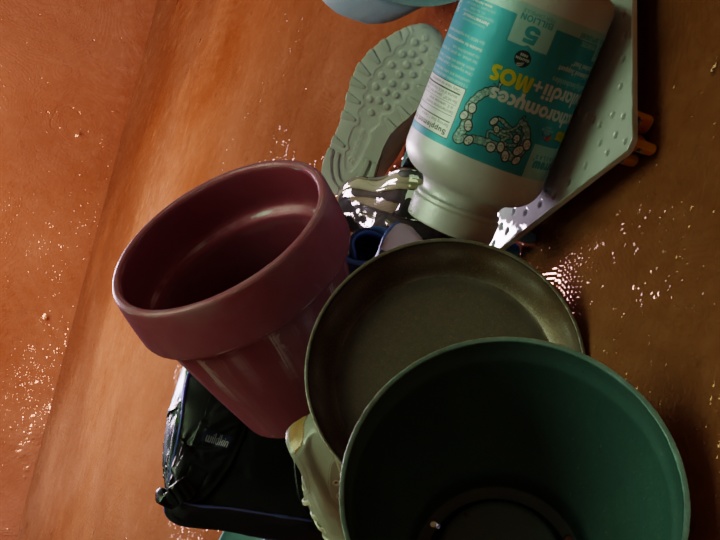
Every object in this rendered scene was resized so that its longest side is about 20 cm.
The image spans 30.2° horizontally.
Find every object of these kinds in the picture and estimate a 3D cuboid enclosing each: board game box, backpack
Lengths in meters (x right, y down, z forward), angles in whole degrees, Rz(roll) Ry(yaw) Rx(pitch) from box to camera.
[{"bbox_3d":[0.162,-0.133,1.036,0.200,0.026,0.201,138,143,-56],"label":"board game box"},{"bbox_3d":[-0.098,0.152,1.275,0.147,0.181,0.202,119,158,-63],"label":"backpack"}]

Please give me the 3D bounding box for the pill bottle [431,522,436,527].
[{"bbox_3d":[0.046,0.089,1.050,0.112,0.111,0.201,126,153,-42],"label":"pill bottle"}]

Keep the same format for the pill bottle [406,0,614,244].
[{"bbox_3d":[0.102,-0.124,0.989,0.111,0.110,0.201,-127,55,-65],"label":"pill bottle"}]

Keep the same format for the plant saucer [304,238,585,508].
[{"bbox_3d":[0.060,0.074,0.950,0.032,0.198,0.202,78,-162,-66],"label":"plant saucer"}]

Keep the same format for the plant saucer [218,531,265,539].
[{"bbox_3d":[-0.124,0.352,1.405,0.200,0.036,0.201,127,152,-44],"label":"plant saucer"}]

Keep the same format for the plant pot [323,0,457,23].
[{"bbox_3d":[0.032,-0.339,1.324,0.196,0.199,0.202,169,116,-77],"label":"plant pot"}]

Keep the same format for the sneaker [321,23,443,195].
[{"bbox_3d":[0.028,-0.164,1.339,0.201,0.076,0.080,-57,-14,30],"label":"sneaker"}]

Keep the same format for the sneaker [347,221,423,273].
[{"bbox_3d":[0.000,0.000,1.218,0.199,0.083,0.074,-12,27,50],"label":"sneaker"}]

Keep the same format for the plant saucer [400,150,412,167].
[{"bbox_3d":[0.093,-0.177,1.182,0.201,0.038,0.202,-156,90,-88],"label":"plant saucer"}]

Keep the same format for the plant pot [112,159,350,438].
[{"bbox_3d":[-0.083,0.036,1.133,0.199,0.180,0.201,-20,32,13],"label":"plant pot"}]

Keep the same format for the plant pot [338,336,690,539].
[{"bbox_3d":[0.088,0.160,0.811,0.135,0.198,0.202,88,-175,-59],"label":"plant pot"}]

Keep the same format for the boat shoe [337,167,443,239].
[{"bbox_3d":[0.024,-0.048,1.265,0.200,0.074,0.074,166,117,-68],"label":"boat shoe"}]

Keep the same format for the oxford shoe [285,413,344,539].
[{"bbox_3d":[-0.016,0.189,1.090,0.075,0.057,0.201,-90,-13,-54],"label":"oxford shoe"}]
